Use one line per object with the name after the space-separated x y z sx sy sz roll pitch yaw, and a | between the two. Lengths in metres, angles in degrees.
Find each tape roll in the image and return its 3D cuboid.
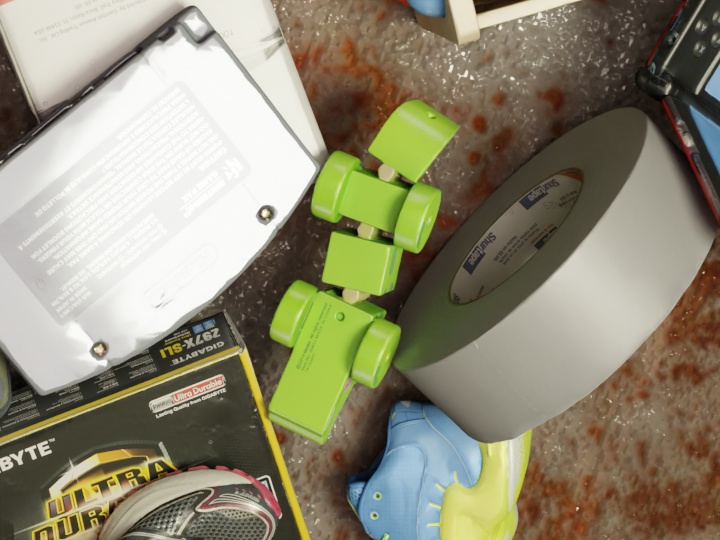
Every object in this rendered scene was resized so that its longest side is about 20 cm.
0.109 0.002 1.528 0.066 0.200 0.200 43 90 -15 | tape roll

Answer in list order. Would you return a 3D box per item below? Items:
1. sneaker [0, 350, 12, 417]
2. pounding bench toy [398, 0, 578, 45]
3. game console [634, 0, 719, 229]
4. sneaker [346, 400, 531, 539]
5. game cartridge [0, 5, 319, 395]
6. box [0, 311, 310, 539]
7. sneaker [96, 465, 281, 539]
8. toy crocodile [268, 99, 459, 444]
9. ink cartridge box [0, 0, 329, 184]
-0.235 0.073 1.473 0.081 0.074 0.200 33 65 -20 | sneaker
0.076 -0.243 1.518 0.156 0.124 0.200 -16 102 -6 | pounding bench toy
0.255 -0.080 1.534 0.200 0.119 0.172 28 94 -53 | game console
0.040 0.165 1.622 0.105 0.076 0.200 9 99 7 | sneaker
-0.128 -0.031 1.474 0.200 0.040 0.133 -39 101 -6 | game cartridge
-0.143 0.130 1.560 0.200 0.049 0.160 -20 125 -6 | box
-0.128 0.186 1.523 0.200 0.075 0.081 -35 123 2 | sneaker
0.000 0.000 1.519 0.067 0.062 0.200 20 98 12 | toy crocodile
-0.121 -0.124 1.525 0.147 0.083 0.200 -22 103 -6 | ink cartridge box
